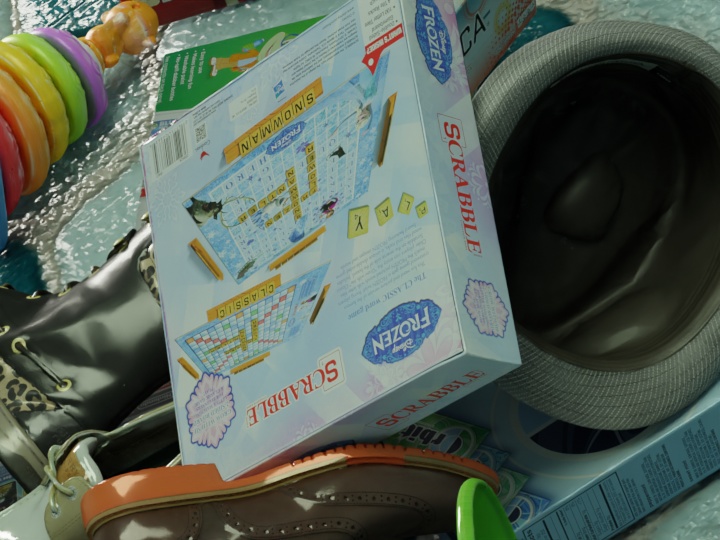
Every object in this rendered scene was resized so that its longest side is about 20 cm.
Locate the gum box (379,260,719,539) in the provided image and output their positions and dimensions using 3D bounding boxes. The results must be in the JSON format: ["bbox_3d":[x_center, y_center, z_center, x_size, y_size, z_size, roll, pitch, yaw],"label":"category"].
[{"bbox_3d":[0.109,0.060,1.451,0.199,0.045,0.170,-31,38,-8],"label":"gum box"}]

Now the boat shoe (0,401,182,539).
[{"bbox_3d":[-0.135,0.115,1.470,0.199,0.069,0.075,-27,40,-2],"label":"boat shoe"}]

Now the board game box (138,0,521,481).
[{"bbox_3d":[-0.020,-0.010,1.378,0.200,0.041,0.201,-30,59,40],"label":"board game box"}]

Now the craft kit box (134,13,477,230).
[{"bbox_3d":[-0.029,-0.072,1.673,0.196,0.049,0.201,-11,42,13],"label":"craft kit box"}]

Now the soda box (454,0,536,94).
[{"bbox_3d":[0.022,-0.117,1.603,0.063,0.069,0.200,19,52,27],"label":"soda box"}]

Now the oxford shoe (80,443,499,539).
[{"bbox_3d":[-0.029,0.129,1.347,0.199,0.071,0.073,-7,64,-9],"label":"oxford shoe"}]

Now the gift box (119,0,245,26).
[{"bbox_3d":[-0.117,-0.290,1.850,0.199,0.185,0.187,-11,43,7],"label":"gift box"}]

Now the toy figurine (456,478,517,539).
[{"bbox_3d":[-0.007,0.211,1.241,0.183,0.201,0.150,-17,3,11],"label":"toy figurine"}]

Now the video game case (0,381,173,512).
[{"bbox_3d":[-0.151,0.109,1.555,0.142,0.018,0.201,-19,39,6],"label":"video game case"}]

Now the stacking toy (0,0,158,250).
[{"bbox_3d":[-0.200,-0.111,1.773,0.116,0.110,0.200,31,52,29],"label":"stacking toy"}]

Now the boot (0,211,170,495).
[{"bbox_3d":[-0.159,0.020,1.573,0.150,0.073,0.200,-35,43,-1],"label":"boot"}]

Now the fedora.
[{"bbox_3d":[0.113,-0.024,1.411,0.090,0.176,0.201,173,117,-76],"label":"fedora"}]
